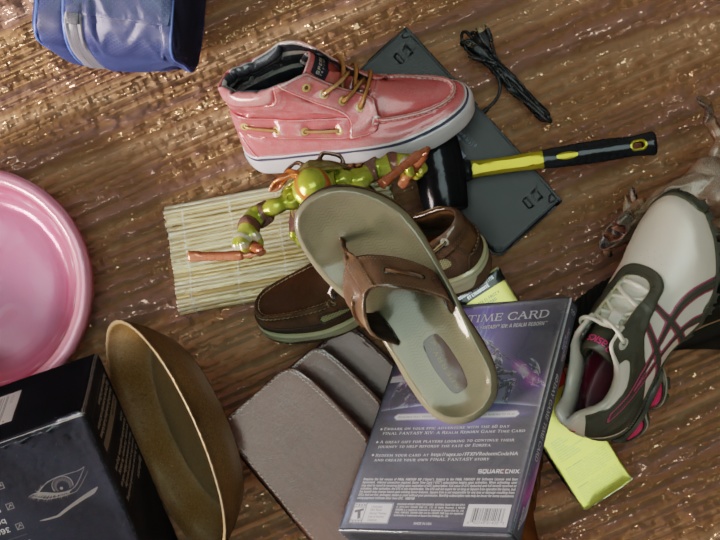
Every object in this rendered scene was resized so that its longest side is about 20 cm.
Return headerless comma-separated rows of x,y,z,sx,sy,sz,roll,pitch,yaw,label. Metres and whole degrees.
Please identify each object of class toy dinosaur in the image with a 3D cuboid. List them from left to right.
0.292,-0.046,1.094,0.199,0.086,0.136,20,125,-20,toy dinosaur

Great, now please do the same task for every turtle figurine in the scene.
-0.039,-0.054,1.060,0.199,0.161,0.065,-27,82,1,turtle figurine

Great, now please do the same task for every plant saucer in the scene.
-0.321,0.015,1.143,0.199,0.051,0.202,0,88,2,plant saucer
-0.142,0.126,1.072,0.035,0.200,0.201,-23,86,-25,plant saucer

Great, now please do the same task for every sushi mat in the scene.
-0.065,-0.025,1.149,0.199,0.012,0.096,-10,86,3,sushi mat

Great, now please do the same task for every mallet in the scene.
0.143,-0.080,1.110,0.199,0.041,0.066,-1,91,4,mallet

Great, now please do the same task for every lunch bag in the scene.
-0.197,-0.266,1.104,0.132,0.136,0.201,6,88,3,lunch bag

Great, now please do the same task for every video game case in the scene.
0.074,0.108,0.996,0.142,0.019,0.201,-6,48,34,video game case

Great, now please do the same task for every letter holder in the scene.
0.005,0.155,1.096,0.142,0.101,0.200,-40,86,-1,letter holder

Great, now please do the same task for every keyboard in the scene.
0.094,-0.124,1.141,0.127,0.021,0.200,-42,87,7,keyboard

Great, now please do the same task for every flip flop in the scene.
0.026,0.024,0.961,0.081,0.058,0.200,-34,87,14,flip flop

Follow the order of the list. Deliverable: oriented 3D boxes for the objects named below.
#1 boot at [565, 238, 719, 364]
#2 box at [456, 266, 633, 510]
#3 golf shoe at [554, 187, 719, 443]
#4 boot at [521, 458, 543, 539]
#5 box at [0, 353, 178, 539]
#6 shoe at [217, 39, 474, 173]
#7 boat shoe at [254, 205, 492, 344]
0.274,0.052,1.100,0.199,0.138,0.078,-21,53,37,boot
0.145,0.094,1.102,0.050,0.075,0.201,-32,85,1,box
0.207,0.035,1.003,0.077,0.088,0.201,23,100,37,golf shoe
0.123,0.196,1.068,0.074,0.155,0.200,-32,97,27,boot
-0.267,0.201,1.067,0.196,0.118,0.201,-18,111,2,box
-0.013,-0.139,1.091,0.199,0.091,0.072,-9,48,14,shoe
0.000,-0.005,1.082,0.201,0.075,0.075,-20,46,13,boat shoe
